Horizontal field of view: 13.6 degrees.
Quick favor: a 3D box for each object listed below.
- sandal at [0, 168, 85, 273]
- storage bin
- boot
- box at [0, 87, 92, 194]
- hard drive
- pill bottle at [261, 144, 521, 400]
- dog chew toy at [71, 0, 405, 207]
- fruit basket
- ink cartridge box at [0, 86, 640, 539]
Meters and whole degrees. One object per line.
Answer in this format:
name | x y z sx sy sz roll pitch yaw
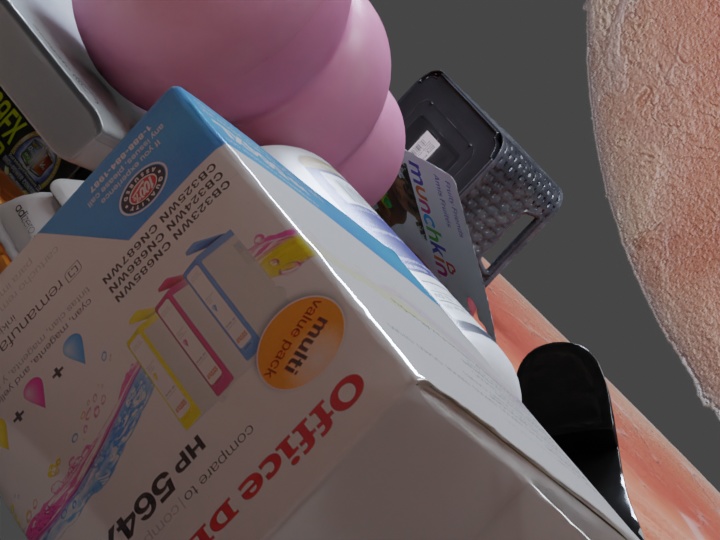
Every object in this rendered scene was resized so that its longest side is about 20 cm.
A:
sandal | -0.115 -0.016 1.220 0.207 0.059 0.079 48 7 36
storage bin | 0.085 -0.084 2.816 0.094 0.135 0.200 40 6 -32
boot | 0.101 0.157 1.447 0.200 0.068 0.189 79 1 -62
box | -0.124 -0.042 1.436 0.160 0.044 0.200 47 6 39
hard drive | -0.130 -0.091 1.333 0.132 0.027 0.200 51 7 12
pill bottle | -0.005 0.048 1.246 0.200 0.116 0.116 48 7 37
dog chew toy | -0.043 -0.094 1.327 0.125 0.124 0.200 49 -4 47
fruit basket | 0.000 0.000 1.523 0.200 0.093 0.186 37 -31 49
ink cartridge box | -0.022 0.064 0.929 0.125 0.129 0.200 38 7 -42
